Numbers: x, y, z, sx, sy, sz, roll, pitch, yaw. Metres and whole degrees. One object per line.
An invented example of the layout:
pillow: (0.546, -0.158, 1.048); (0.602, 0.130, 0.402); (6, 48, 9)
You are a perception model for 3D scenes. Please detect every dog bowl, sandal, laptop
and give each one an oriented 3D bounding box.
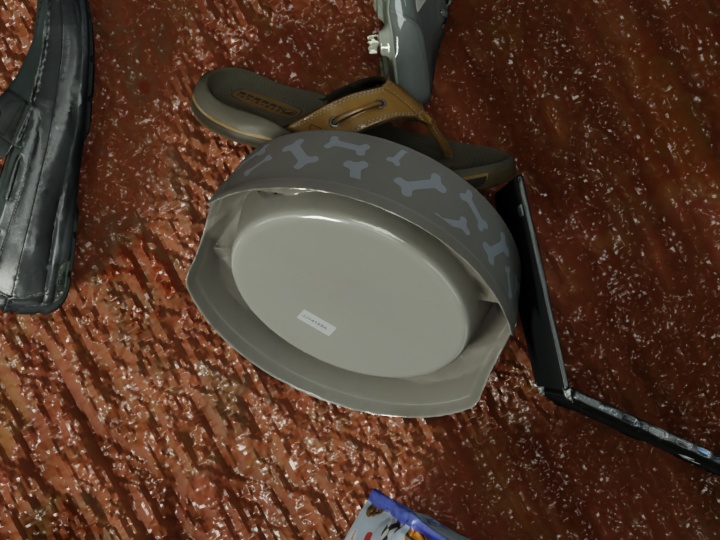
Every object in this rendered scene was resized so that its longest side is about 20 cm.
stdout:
dog bowl: (0.000, 0.000, 1.439); (0.200, 0.200, 0.059); (25, 55, -1)
sandal: (-0.005, -0.090, 1.468); (0.200, 0.082, 0.055); (22, 117, 23)
laptop: (0.153, 0.037, 1.441); (0.199, 0.177, 0.104); (24, 89, 0)

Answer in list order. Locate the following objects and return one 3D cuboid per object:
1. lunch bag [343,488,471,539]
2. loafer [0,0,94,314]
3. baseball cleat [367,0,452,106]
lunch bag: (0.061, 0.248, 1.465); (0.200, 0.124, 0.170); (32, 88, -14)
loafer: (-0.195, -0.075, 1.488); (0.070, 0.068, 0.201); (7, 92, -10)
baseball cleat: (0.054, -0.194, 1.499); (0.106, 0.070, 0.201); (-2, 89, -1)
